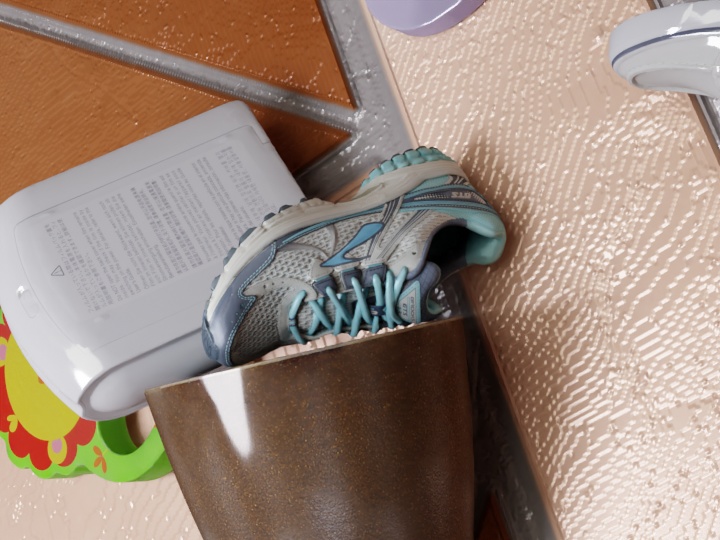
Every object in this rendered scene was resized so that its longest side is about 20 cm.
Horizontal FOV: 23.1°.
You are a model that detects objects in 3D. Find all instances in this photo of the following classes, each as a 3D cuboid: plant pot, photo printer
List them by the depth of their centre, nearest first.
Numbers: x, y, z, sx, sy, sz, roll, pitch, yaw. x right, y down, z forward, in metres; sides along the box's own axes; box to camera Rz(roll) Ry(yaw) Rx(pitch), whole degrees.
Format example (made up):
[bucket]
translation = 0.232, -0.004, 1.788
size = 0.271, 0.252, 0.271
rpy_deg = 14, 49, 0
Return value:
[plant pot]
translation = -0.010, 0.144, 1.001
size = 0.186, 0.187, 0.201
rpy_deg = -15, 87, 35
[photo printer]
translation = -0.126, -0.004, 1.102
size = 0.199, 0.070, 0.167
rpy_deg = -25, 58, -14

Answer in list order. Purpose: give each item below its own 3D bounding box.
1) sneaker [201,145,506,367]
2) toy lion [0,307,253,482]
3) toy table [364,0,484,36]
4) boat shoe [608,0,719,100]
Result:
[sneaker]
translation = 0.000, 0.000, 1.006
size = 0.086, 0.200, 0.078
rpy_deg = 41, 150, 30
[toy lion]
translation = -0.184, 0.071, 1.212
size = 0.200, 0.069, 0.192
rpy_deg = 47, 117, 34
[toy table]
translation = 0.034, -0.251, 1.061
size = 0.183, 0.117, 0.201
rpy_deg = 14, 89, 39
[boat shoe]
translation = 0.220, -0.101, 0.921
size = 0.199, 0.072, 0.066
rpy_deg = 3, 79, 30
